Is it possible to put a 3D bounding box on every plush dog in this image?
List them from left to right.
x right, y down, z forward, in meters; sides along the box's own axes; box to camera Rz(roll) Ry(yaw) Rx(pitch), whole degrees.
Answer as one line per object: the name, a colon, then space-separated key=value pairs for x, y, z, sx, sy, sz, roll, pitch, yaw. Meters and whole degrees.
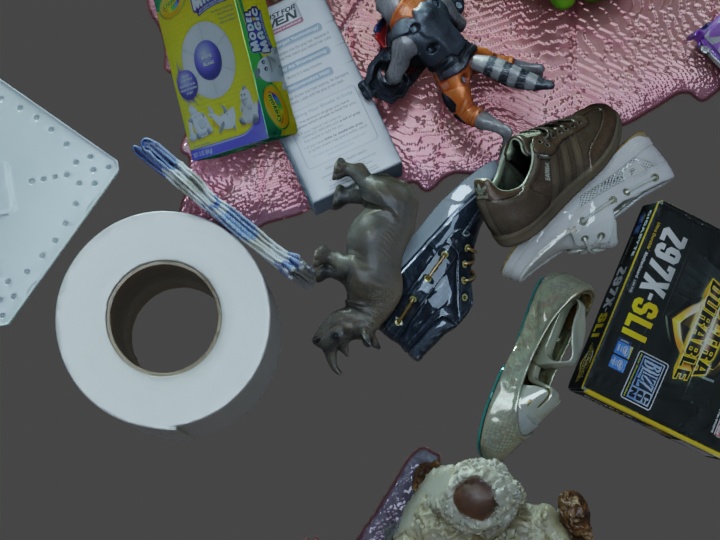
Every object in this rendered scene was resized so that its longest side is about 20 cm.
plush dog: x=0.124 y=0.258 z=1.673 sx=0.171 sy=0.161 sz=0.201 roll=27 pitch=110 yaw=-8

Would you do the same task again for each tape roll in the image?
tape roll: x=-0.178 y=0.055 z=1.697 sx=0.201 sy=0.139 sz=0.204 roll=0 pitch=81 yaw=1

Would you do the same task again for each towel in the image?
towel: x=-0.125 y=-0.052 z=1.709 sx=0.200 sy=0.147 sz=0.024 roll=39 pitch=88 yaw=8

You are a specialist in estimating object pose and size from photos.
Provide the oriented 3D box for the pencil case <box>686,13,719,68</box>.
pencil case: x=0.410 y=-0.180 z=1.746 sx=0.085 sy=0.084 sz=0.200 roll=-35 pitch=80 yaw=-25

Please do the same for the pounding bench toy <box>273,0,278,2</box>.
pounding bench toy: x=-0.073 y=-0.400 z=1.777 sx=0.156 sy=0.124 sz=0.200 roll=38 pitch=53 yaw=8

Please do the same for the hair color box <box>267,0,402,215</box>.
hair color box: x=-0.044 y=-0.169 z=1.771 sx=0.098 sy=0.061 sz=0.201 roll=-25 pitch=81 yaw=-2

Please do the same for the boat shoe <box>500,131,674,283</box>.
boat shoe: x=0.224 y=-0.049 z=1.737 sx=0.200 sy=0.071 sz=0.069 roll=-42 pitch=81 yaw=-7

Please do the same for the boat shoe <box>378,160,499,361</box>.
boat shoe: x=0.090 y=-0.008 z=1.739 sx=0.091 sy=0.071 sz=0.200 roll=43 pitch=91 yaw=8

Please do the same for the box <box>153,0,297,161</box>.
box: x=-0.136 y=-0.217 z=1.738 sx=0.117 sy=0.048 sz=0.201 roll=-13 pitch=90 yaw=44

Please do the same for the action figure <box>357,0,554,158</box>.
action figure: x=0.098 y=-0.231 z=1.743 sx=0.193 sy=0.105 sz=0.201 roll=35 pitch=65 yaw=-10

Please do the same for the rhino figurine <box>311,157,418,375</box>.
rhino figurine: x=0.000 y=0.000 z=1.688 sx=0.087 sy=0.060 sz=0.201 roll=11 pitch=85 yaw=9

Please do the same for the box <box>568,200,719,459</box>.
box: x=0.309 y=0.056 z=1.710 sx=0.159 sy=0.049 sz=0.201 roll=26 pitch=82 yaw=-9

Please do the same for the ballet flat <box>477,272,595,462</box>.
ballet flat: x=0.170 y=0.096 z=1.711 sx=0.062 sy=0.067 sz=0.201 roll=14 pitch=79 yaw=36

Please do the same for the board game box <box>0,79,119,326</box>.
board game box: x=-0.373 y=-0.078 z=1.783 sx=0.199 sy=0.026 sz=0.201 roll=34 pitch=83 yaw=6

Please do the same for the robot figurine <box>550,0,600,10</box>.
robot figurine: x=0.189 y=-0.332 z=1.761 sx=0.199 sy=0.116 sz=0.176 roll=14 pitch=49 yaw=0

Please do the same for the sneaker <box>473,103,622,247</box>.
sneaker: x=0.180 y=-0.111 z=1.702 sx=0.200 sy=0.070 sz=0.076 roll=-50 pitch=120 yaw=-32
